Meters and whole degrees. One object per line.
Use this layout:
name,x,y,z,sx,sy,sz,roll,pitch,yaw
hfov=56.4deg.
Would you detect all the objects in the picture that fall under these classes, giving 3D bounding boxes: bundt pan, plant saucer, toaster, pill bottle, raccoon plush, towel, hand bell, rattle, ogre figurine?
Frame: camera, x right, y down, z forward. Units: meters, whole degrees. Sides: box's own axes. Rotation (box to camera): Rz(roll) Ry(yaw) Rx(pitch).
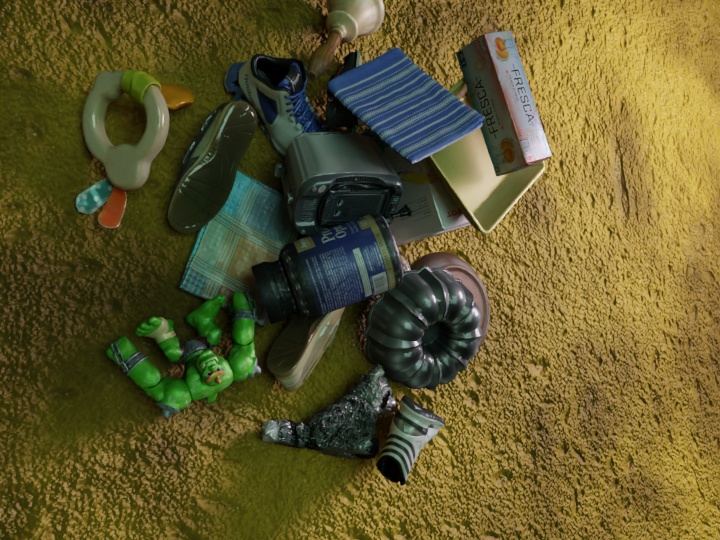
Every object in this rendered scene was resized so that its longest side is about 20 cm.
bundt pan,0.109,0.101,1.055,0.200,0.076,0.204,-9,112,-23
plant saucer,0.158,0.064,1.165,0.198,0.037,0.203,7,77,-32
toaster,-0.026,-0.133,1.004,0.198,0.114,0.130,-5,48,-23
pill bottle,-0.047,0.002,0.949,0.198,0.112,0.113,-20,92,-8
raccoon plush,-0.037,0.196,0.989,0.198,0.096,0.136,20,63,-28
towel,-0.167,-0.037,0.985,0.146,0.022,0.202,27,68,-25
towel,0.062,-0.242,0.962,0.144,0.024,0.200,-31,60,-23
hand bell,-0.042,-0.362,1.053,0.104,0.104,0.201,39,52,-20
plant saucer,0.175,-0.183,1.039,0.200,0.048,0.201,-44,103,-31
rattle,-0.303,-0.161,0.917,0.128,0.143,0.203,2,95,0
ogre figurine,-0.214,0.110,0.889,0.199,0.098,0.121,-17,73,-47

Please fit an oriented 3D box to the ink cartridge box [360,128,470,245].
ink cartridge box,0.116,-0.160,1.113,0.146,0.144,0.202,-16,89,-34

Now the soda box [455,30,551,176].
soda box,0.215,-0.249,1.009,0.063,0.068,0.202,-18,90,-34

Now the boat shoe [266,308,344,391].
boat shoe,-0.070,0.085,1.005,0.201,0.071,0.065,-56,146,-28

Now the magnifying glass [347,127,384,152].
magnifying glass,0.019,-0.165,1.103,0.022,0.079,0.203,-14,99,-37

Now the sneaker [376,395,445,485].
sneaker,0.066,0.257,1.015,0.075,0.201,0.116,29,84,17

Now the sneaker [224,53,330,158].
sneaker,-0.107,-0.246,1.005,0.199,0.115,0.081,43,63,-20

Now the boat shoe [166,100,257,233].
boat shoe,-0.215,-0.148,0.950,0.071,0.066,0.202,30,85,-40

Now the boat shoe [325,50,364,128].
boat shoe,-0.024,-0.292,1.064,0.203,0.062,0.074,-88,172,-49

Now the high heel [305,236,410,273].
high heel,0.000,0.000,1.060,0.142,0.071,0.202,-25,91,-28
